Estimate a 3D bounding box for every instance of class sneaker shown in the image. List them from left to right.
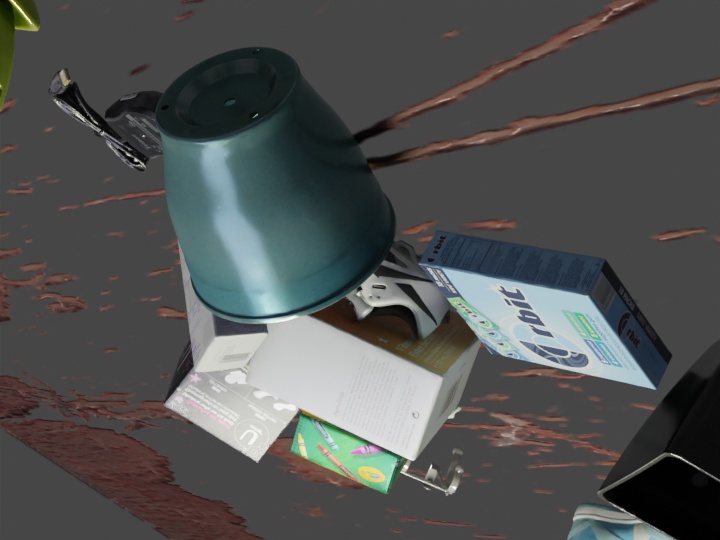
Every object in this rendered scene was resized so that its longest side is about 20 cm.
[{"bbox_3d":[0.000,0.000,1.869,0.200,0.089,0.074,29,161,3],"label":"sneaker"},{"bbox_3d":[0.321,0.359,2.233,0.080,0.131,0.200,43,155,-30],"label":"sneaker"}]

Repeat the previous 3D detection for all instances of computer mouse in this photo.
[{"bbox_3d":[-0.237,-0.166,1.854,0.140,0.046,0.200,40,163,-15],"label":"computer mouse"}]

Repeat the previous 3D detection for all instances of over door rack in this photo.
[{"bbox_3d":[0.050,0.230,2.372,0.148,0.067,0.200,24,173,-5],"label":"over door rack"}]

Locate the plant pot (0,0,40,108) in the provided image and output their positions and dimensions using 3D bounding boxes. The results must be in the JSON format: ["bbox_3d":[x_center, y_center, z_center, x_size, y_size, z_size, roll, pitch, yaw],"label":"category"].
[{"bbox_3d":[-0.431,-0.240,1.726,0.199,0.182,0.200,13,154,35],"label":"plant pot"}]

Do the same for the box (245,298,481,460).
[{"bbox_3d":[0.006,0.087,1.933,0.200,0.152,0.106,24,116,11],"label":"box"}]

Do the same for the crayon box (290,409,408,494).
[{"bbox_3d":[0.015,0.154,2.054,0.119,0.200,0.058,22,122,10],"label":"crayon box"}]

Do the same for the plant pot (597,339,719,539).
[{"bbox_3d":[0.358,0.154,1.635,0.199,0.178,0.200,29,161,-1],"label":"plant pot"}]

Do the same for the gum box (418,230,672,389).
[{"bbox_3d":[0.178,0.038,1.784,0.200,0.045,0.170,12,154,40],"label":"gum box"}]

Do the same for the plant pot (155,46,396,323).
[{"bbox_3d":[-0.090,-0.089,1.651,0.200,0.200,0.188,13,139,37],"label":"plant pot"}]

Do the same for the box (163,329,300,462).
[{"bbox_3d":[-0.126,0.096,2.068,0.132,0.115,0.200,32,-156,-11],"label":"box"}]

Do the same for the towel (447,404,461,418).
[{"bbox_3d":[0.012,0.122,2.234,0.200,0.023,0.152,38,157,-20],"label":"towel"}]

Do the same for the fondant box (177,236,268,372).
[{"bbox_3d":[-0.145,-0.011,1.880,0.058,0.200,0.144,-6,166,-15],"label":"fondant box"}]
